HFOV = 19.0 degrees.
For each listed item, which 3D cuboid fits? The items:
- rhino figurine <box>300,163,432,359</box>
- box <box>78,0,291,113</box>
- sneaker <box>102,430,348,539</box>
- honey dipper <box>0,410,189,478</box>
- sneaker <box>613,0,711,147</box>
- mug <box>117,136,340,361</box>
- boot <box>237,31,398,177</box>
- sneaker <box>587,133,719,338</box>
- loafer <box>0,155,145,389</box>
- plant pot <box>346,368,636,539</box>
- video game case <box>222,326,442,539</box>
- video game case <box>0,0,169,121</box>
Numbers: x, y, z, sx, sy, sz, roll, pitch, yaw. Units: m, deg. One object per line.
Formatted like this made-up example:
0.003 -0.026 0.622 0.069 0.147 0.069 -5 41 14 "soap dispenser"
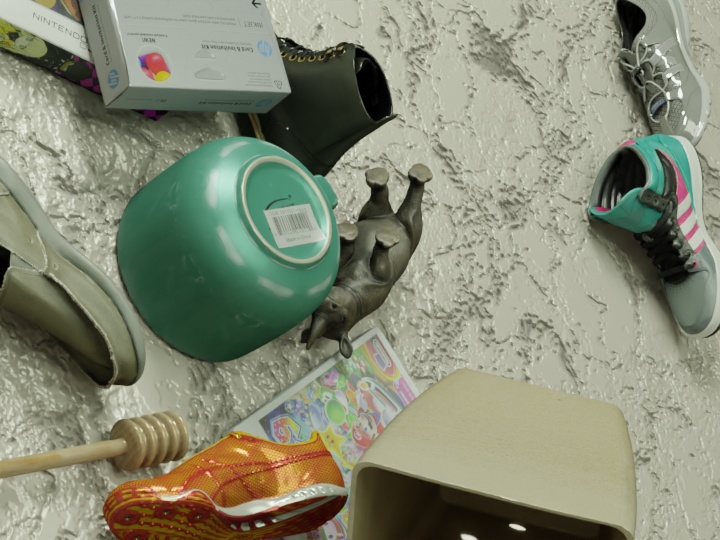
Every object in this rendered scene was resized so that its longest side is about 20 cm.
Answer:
0.000 0.000 1.716 0.059 0.088 0.200 21 45 11 "rhino figurine"
-0.147 -0.221 1.665 0.155 0.041 0.201 -2 67 -41 "box"
-0.102 0.156 1.535 0.199 0.073 0.077 -1 51 -41 "sneaker"
-0.205 0.128 1.474 0.199 0.038 0.038 -8 73 -42 "honey dipper"
0.288 -0.193 2.134 0.081 0.075 0.201 13 49 -27 "sneaker"
-0.086 -0.034 1.622 0.152 0.114 0.186 36 47 -24 "mug"
-0.048 -0.175 1.725 0.077 0.138 0.201 -17 79 -48 "boot"
0.273 -0.037 2.006 0.120 0.083 0.202 5 66 -40 "sneaker"
-0.230 0.010 1.496 0.200 0.075 0.070 49 53 -4 "loafer"
0.105 0.188 1.584 0.198 0.201 0.177 13 35 11 "plant pot"
-0.008 0.144 1.669 0.200 0.018 0.144 -34 93 -49 "video game case"
-0.216 -0.237 1.672 0.181 0.036 0.201 25 51 -34 "video game case"
